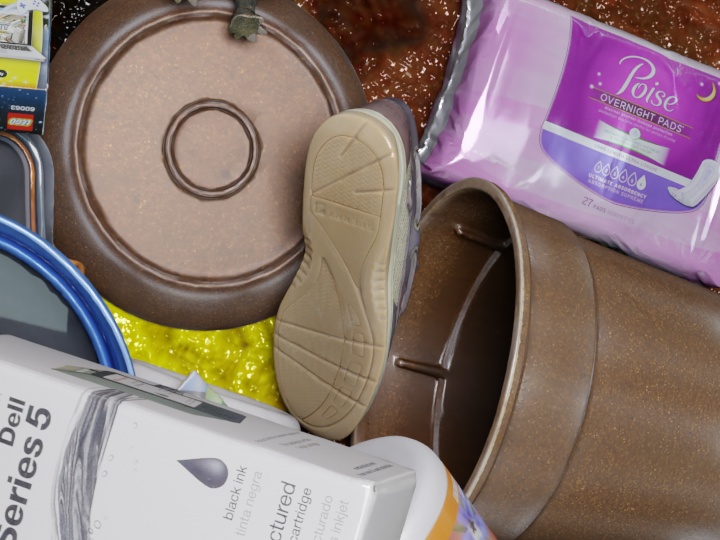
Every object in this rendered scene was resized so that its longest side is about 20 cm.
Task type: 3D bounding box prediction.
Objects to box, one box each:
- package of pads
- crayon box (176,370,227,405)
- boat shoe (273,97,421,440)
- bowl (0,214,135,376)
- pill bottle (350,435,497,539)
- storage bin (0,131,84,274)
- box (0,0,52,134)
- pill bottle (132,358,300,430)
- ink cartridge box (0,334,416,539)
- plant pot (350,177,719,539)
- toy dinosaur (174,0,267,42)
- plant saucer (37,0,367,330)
[{"bbox_3d":[0.136,-0.078,0.974,0.198,0.076,0.122,20,87,-12],"label":"package of pads"},{"bbox_3d":[-0.049,0.164,0.840,0.126,0.051,0.200,-49,114,-15],"label":"crayon box"},{"bbox_3d":[0.000,0.000,0.924,0.071,0.065,0.202,21,122,25],"label":"boat shoe"},{"bbox_3d":[-0.200,0.068,0.771,0.198,0.039,0.203,-1,94,-7],"label":"bowl"},{"bbox_3d":[0.038,0.185,0.797,0.112,0.112,0.201,-39,112,-10],"label":"pill bottle"},{"bbox_3d":[-0.213,0.023,0.854,0.144,0.134,0.202,1,95,-7],"label":"storage bin"},{"bbox_3d":[-0.258,-0.141,0.866,0.198,0.038,0.138,4,54,-13],"label":"box"},{"bbox_3d":[-0.114,0.156,0.899,0.113,0.114,0.202,19,86,-12],"label":"pill bottle"},{"bbox_3d":[-0.095,0.123,0.692,0.198,0.084,0.147,16,92,15],"label":"ink cartridge box"},{"bbox_3d":[0.123,0.072,0.924,0.197,0.200,0.202,15,87,-21],"label":"plant pot"},{"bbox_3d":[-0.075,-0.191,0.930,0.198,0.077,0.103,13,43,-1],"label":"toy dinosaur"},{"bbox_3d":[-0.084,-0.067,0.946,0.198,0.034,0.203,0,90,-14],"label":"plant saucer"}]
